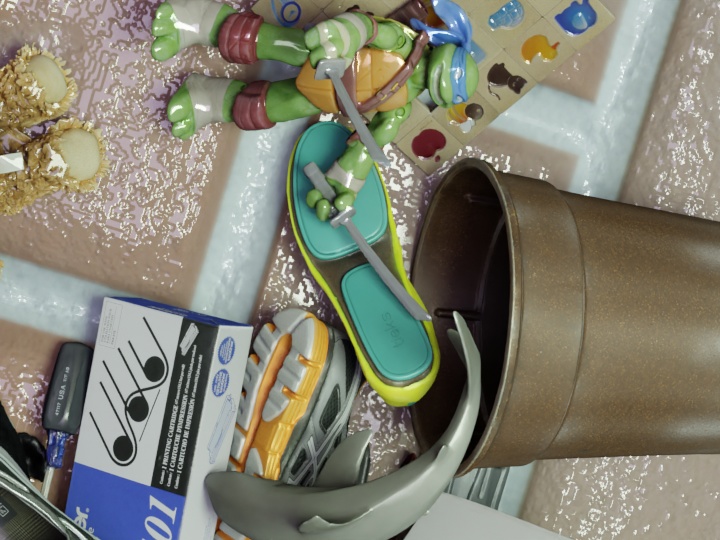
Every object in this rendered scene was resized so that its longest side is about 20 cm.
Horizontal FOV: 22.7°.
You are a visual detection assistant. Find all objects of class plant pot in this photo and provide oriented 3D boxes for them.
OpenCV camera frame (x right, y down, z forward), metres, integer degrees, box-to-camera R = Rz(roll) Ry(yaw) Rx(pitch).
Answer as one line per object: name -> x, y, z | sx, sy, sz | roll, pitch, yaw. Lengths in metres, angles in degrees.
plant pot -> 0.152, 0.038, 1.143 | 0.198, 0.200, 0.201 | 5, 94, -15

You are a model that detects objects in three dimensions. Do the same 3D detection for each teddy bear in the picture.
teddy bear -> -0.260, -0.064, 1.139 | 0.200, 0.067, 0.145 | -44, 109, -9

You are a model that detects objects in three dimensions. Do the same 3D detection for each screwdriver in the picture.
screwdriver -> -0.200, 0.144, 1.155 | 0.029, 0.028, 0.200 | 11, 78, -19

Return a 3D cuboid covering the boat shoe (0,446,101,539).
boat shoe -> -0.191, 0.184, 1.083 | 0.200, 0.071, 0.072 | 43, 94, -6

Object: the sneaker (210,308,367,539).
sneaker -> -0.052, 0.125, 1.177 | 0.077, 0.078, 0.200 | 16, 106, -42

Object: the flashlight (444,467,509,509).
flashlight -> 0.042, 0.216, 1.198 | 0.068, 0.068, 0.200 | 16, 94, -14

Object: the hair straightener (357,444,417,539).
hair straightener -> -0.027, 0.207, 1.207 | 0.077, 0.041, 0.200 | 19, 96, -9

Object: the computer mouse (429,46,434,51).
computer mouse -> 0.095, -0.216, 1.189 | 0.200, 0.034, 0.059 | -43, 85, -6

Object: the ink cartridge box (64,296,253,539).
ink cartridge box -> -0.135, 0.124, 1.153 | 0.094, 0.044, 0.200 | 12, 94, 30

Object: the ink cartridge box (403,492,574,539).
ink cartridge box -> 0.108, 0.262, 1.096 | 0.200, 0.146, 0.147 | 45, 72, -29

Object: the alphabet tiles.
alphabet tiles -> 0.058, -0.175, 1.139 | 0.200, 0.008, 0.167 | -40, 110, 23

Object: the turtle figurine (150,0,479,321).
turtle figurine -> -0.037, -0.095, 1.092 | 0.194, 0.144, 0.200 | 10, 79, 19

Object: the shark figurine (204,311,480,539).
shark figurine -> 0.003, 0.126, 1.053 | 0.214, 0.089, 0.128 | -34, 70, 19

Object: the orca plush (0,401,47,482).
orca plush -> -0.256, 0.163, 1.148 | 0.105, 0.071, 0.200 | 8, 94, -9

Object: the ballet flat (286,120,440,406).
ballet flat -> 0.000, 0.000, 1.166 | 0.067, 0.067, 0.200 | -19, 67, -4
